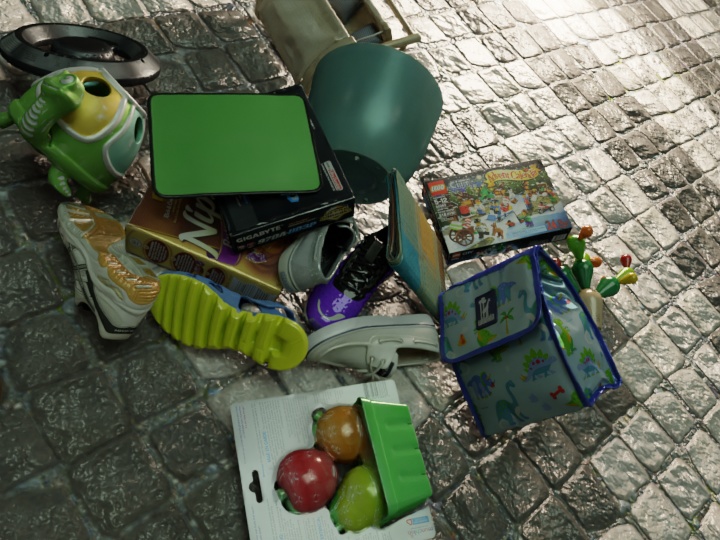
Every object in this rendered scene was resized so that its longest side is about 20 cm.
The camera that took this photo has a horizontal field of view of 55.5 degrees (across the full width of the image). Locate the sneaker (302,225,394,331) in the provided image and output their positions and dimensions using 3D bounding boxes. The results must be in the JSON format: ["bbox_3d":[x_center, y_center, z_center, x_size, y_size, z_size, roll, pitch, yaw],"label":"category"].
[{"bbox_3d":[0.000,0.000,0.901,0.070,0.100,0.200,38,48,4],"label":"sneaker"}]

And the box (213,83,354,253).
[{"bbox_3d":[-0.115,-0.133,0.866,0.159,0.046,0.200,-18,63,-12],"label":"box"}]

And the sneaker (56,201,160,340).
[{"bbox_3d":[-0.301,-0.002,0.767,0.076,0.088,0.200,9,28,-46],"label":"sneaker"}]

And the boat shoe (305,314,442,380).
[{"bbox_3d":[0.021,0.103,0.866,0.200,0.071,0.070,-1,56,-36],"label":"boat shoe"}]

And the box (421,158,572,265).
[{"bbox_3d":[0.210,-0.094,1.071,0.199,0.038,0.137,-12,63,-8],"label":"box"}]

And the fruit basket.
[{"bbox_3d":[-0.032,0.222,0.756,0.199,0.094,0.186,-9,61,-14],"label":"fruit basket"}]

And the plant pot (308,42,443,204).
[{"bbox_3d":[0.006,-0.195,0.986,0.200,0.201,0.161,23,61,-12],"label":"plant pot"}]

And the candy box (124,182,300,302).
[{"bbox_3d":[-0.183,-0.043,0.867,0.200,0.056,0.117,23,50,-10],"label":"candy box"}]

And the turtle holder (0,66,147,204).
[{"bbox_3d":[-0.331,-0.175,0.790,0.132,0.186,0.141,-43,62,-5],"label":"turtle holder"}]

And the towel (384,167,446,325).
[{"bbox_3d":[0.078,-0.023,0.926,0.200,0.022,0.147,50,33,-52],"label":"towel"}]

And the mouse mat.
[{"bbox_3d":[-0.153,-0.156,0.830,0.199,0.008,0.161,-3,61,-16],"label":"mouse mat"}]

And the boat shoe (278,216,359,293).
[{"bbox_3d":[-0.037,-0.039,0.889,0.201,0.071,0.070,-63,138,-51],"label":"boat shoe"}]

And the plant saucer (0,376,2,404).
[{"bbox_3d":[-0.432,0.111,0.614,0.200,0.034,0.201,14,64,-30],"label":"plant saucer"}]

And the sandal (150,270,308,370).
[{"bbox_3d":[-0.154,0.056,0.812,0.200,0.080,0.087,24,13,-1],"label":"sandal"}]

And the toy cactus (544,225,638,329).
[{"bbox_3d":[0.371,0.016,1.101,0.200,0.102,0.165,15,62,-28],"label":"toy cactus"}]

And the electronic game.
[{"bbox_3d":[-0.369,-0.286,0.911,0.199,0.042,0.200,12,30,-7],"label":"electronic game"}]

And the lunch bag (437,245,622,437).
[{"bbox_3d":[0.199,0.089,0.867,0.127,0.170,0.200,-12,77,-46],"label":"lunch bag"}]

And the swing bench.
[{"bbox_3d":[-0.043,-0.412,1.149,0.200,0.130,0.199,-15,67,-34],"label":"swing bench"}]
